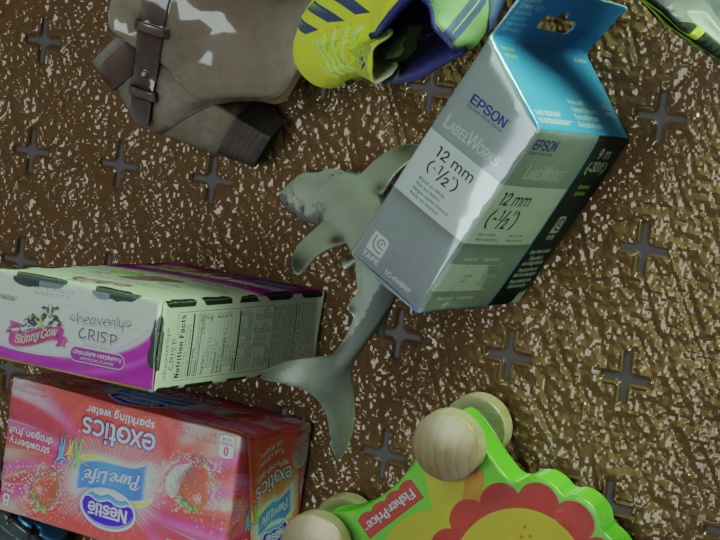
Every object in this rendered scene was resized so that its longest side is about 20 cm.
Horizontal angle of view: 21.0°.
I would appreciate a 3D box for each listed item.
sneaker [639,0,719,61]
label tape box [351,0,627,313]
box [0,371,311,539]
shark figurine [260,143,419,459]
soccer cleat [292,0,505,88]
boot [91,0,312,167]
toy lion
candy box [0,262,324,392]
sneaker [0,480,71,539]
[{"bbox_3d":[0.174,-0.200,1.152,0.077,0.200,0.075,-54,26,7],"label":"sneaker"},{"bbox_3d":[0.099,-0.072,1.196,0.066,0.143,0.200,42,110,22],"label":"label tape box"},{"bbox_3d":[-0.146,0.139,1.368,0.199,0.095,0.103,12,98,29],"label":"box"},{"bbox_3d":[0.011,0.008,1.272,0.128,0.089,0.215,-26,42,23],"label":"shark figurine"},{"bbox_3d":[0.010,-0.143,1.185,0.065,0.084,0.200,43,150,-21],"label":"soccer cleat"},{"bbox_3d":[-0.097,-0.167,1.327,0.146,0.070,0.200,36,119,2],"label":"boot"},{"bbox_3d":[0.074,0.194,1.270,0.200,0.069,0.192,-39,80,25],"label":"toy lion"},{"bbox_3d":[-0.132,0.035,1.297,0.136,0.200,0.061,10,95,29],"label":"candy box"},{"bbox_3d":[-0.312,0.174,1.475,0.200,0.073,0.082,38,109,24],"label":"sneaker"}]
